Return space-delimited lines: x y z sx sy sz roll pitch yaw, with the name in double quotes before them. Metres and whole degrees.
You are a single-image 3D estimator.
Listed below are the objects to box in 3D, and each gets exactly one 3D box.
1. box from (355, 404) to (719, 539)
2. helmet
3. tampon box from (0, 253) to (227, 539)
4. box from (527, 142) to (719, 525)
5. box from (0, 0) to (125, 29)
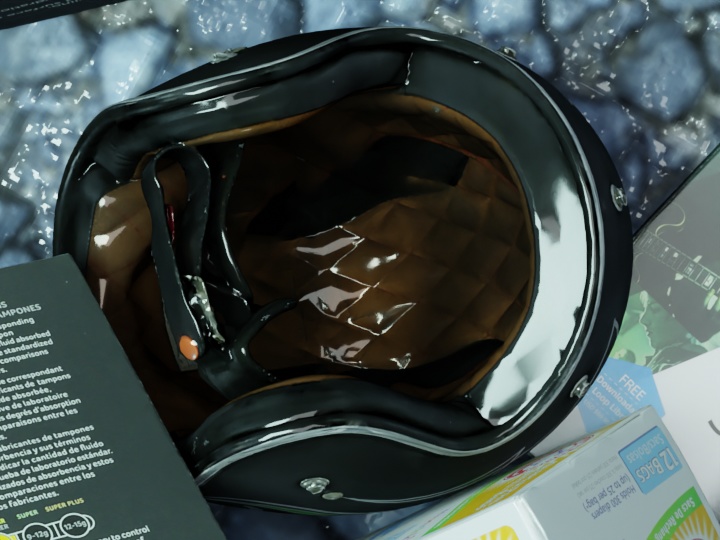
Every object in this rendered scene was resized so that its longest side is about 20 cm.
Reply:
"box" 0.034 0.143 0.971 0.200 0.112 0.101 -29 88 36
"helmet" 0.000 0.000 0.975 0.191 0.200 0.200 -8 89 -30
"tampon box" -0.130 0.123 0.918 0.126 0.150 0.200 -13 52 -26
"box" 0.166 0.030 1.046 0.144 0.036 0.200 43 91 2
"box" -0.088 -0.169 0.977 0.197 0.200 0.118 -13 90 2
